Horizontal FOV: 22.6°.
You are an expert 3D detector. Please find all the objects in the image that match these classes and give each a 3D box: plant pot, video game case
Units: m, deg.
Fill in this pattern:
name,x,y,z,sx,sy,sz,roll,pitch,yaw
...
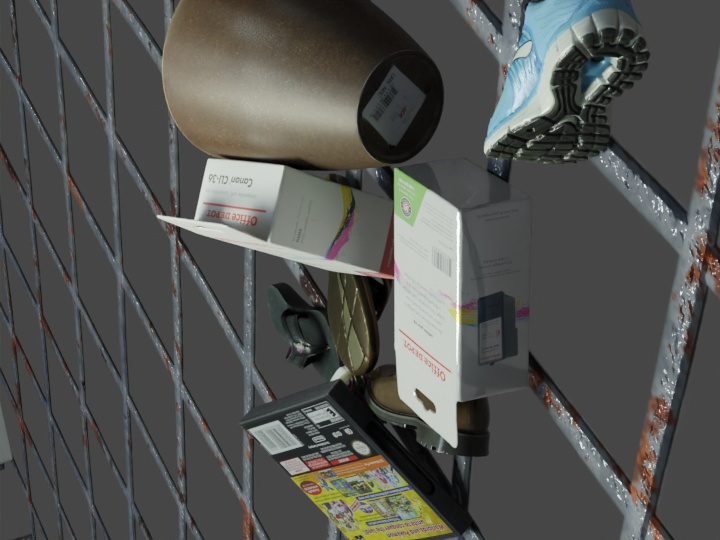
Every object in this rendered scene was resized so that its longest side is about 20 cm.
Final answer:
name,x,y,z,sx,sy,sz,roll,pitch,yaw
plant pot,-0.032,-0.157,1.479,0.200,0.186,0.188,25,129,46
video game case,-0.008,0.186,1.678,0.181,0.026,0.200,48,152,-10

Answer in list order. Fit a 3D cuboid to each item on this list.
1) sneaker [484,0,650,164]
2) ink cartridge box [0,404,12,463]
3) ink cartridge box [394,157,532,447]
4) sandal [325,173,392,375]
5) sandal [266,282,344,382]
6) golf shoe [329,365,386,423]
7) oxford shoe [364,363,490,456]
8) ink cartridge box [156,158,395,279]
name,x,y,z,sx,sy,sz,roll,pitch,yaw
sneaker,0.137,-0.138,1.202,0.200,0.078,0.090,124,147,-60
ink cartridge box,-0.884,0.366,4.054,0.200,0.144,0.146,-171,68,-68
ink cartridge box,0.079,0.025,1.418,0.117,0.067,0.201,-141,46,-58
sandal,0.000,0.000,1.658,0.082,0.054,0.201,114,151,-51
sandal,-0.065,0.069,1.868,0.200,0.048,0.076,-149,48,-63
golf shoe,-0.023,0.152,1.782,0.200,0.072,0.092,98,151,-47
oxford shoe,0.063,0.100,1.553,0.200,0.072,0.085,-163,78,-65
ink cartridge box,-0.058,-0.047,1.520,0.116,0.199,0.068,8,84,50
